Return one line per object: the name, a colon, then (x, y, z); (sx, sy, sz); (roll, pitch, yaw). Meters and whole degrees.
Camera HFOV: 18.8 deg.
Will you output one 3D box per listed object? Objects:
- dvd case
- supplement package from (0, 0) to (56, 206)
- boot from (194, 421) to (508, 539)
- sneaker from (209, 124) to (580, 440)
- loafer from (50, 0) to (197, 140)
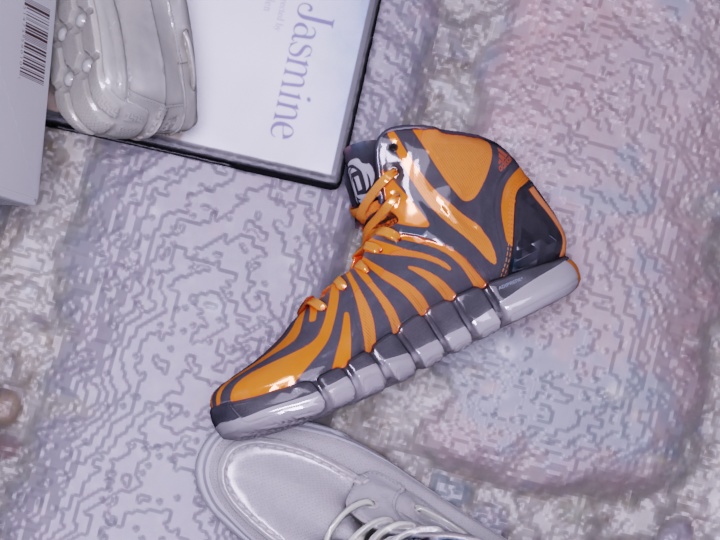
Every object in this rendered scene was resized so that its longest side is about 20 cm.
dvd case: (-0.092, -0.130, 1.082); (0.200, 0.018, 0.143); (12, 83, -3)
supplement package: (-0.258, -0.116, 0.973); (0.200, 0.151, 0.152); (3, 85, 17)
boot: (0.015, 0.126, 1.028); (0.200, 0.096, 0.074); (25, 83, -2)
sneaker: (0.000, 0.000, 1.045); (0.200, 0.078, 0.112); (-26, 88, -23)
loafer: (-0.116, -0.159, 1.048); (0.070, 0.070, 0.200); (3, 78, -39)
